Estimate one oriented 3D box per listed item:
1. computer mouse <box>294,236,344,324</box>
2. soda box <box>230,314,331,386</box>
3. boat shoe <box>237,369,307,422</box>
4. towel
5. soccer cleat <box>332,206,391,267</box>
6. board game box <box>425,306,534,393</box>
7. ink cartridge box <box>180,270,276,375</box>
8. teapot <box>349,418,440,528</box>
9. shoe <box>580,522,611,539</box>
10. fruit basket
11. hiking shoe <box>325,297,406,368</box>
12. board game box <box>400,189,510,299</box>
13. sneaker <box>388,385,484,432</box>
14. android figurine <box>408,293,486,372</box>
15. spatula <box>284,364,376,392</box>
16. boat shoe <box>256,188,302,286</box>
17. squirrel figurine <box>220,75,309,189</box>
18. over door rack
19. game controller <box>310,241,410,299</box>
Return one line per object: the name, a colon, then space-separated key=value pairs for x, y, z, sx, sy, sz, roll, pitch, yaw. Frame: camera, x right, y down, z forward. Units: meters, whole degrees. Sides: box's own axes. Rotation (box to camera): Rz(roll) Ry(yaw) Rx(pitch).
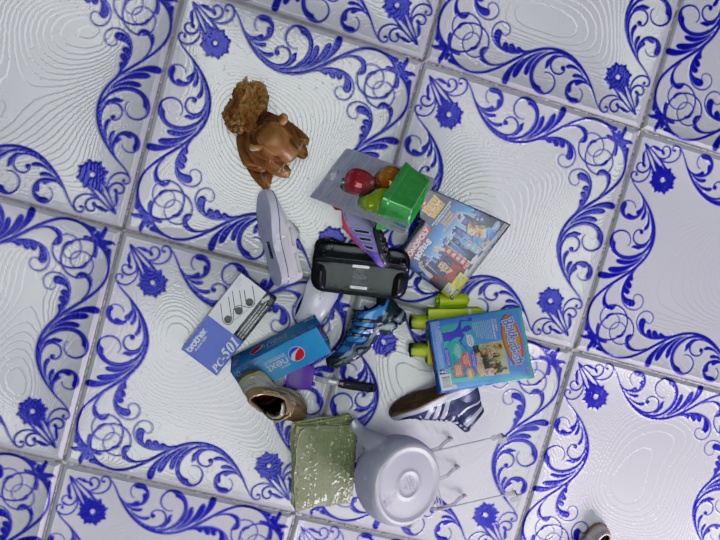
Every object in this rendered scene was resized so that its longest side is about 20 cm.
computer mouse: x=-0.073 y=0.033 z=1.686 sx=0.110 sy=0.044 sz=0.200 roll=23 pitch=93 yaw=-10
soda box: x=-0.164 y=0.173 z=1.662 sx=0.200 sy=0.064 sz=0.068 roll=-27 pitch=112 yaw=5
boat shoe: x=-0.174 y=0.272 z=1.646 sx=0.074 sy=0.066 sz=0.200 roll=-36 pitch=136 yaw=15
towel: x=-0.080 y=0.406 z=1.721 sx=0.148 sy=0.036 sz=0.200 roll=-2 pitch=97 yaw=-21
soccer cleat: x=0.004 y=-0.078 z=1.632 sx=0.073 sy=0.068 sz=0.200 roll=-27 pitch=58 yaw=7
board game box: x=0.246 y=0.165 z=1.681 sx=0.200 sy=0.045 sz=0.152 roll=-8 pitch=80 yaw=-4
ink cartridge box: x=-0.269 y=0.108 z=1.669 sx=0.094 sy=0.044 sz=0.200 roll=39 pitch=91 yaw=-8
teapot: x=0.061 y=0.433 z=1.700 sx=0.197 sy=0.146 sz=0.200 roll=19 pitch=81 yaw=-32
shoe: x=0.499 y=0.660 z=1.826 sx=0.070 sy=0.053 sz=0.200 roll=33 pitch=91 yaw=-10
fruit basket: x=0.026 y=-0.157 z=1.605 sx=0.200 sy=0.185 sz=0.094 roll=17 pitch=135 yaw=14
hiking shoe: x=-0.002 y=0.125 z=1.699 sx=0.200 sy=0.074 sz=0.087 roll=-38 pitch=92 yaw=-12
board game box: x=0.171 y=-0.078 z=1.694 sx=0.200 sy=0.062 sz=0.200 roll=37 pitch=95 yaw=-6
sneaker: x=0.168 y=0.304 z=1.736 sx=0.200 sy=0.070 sz=0.109 roll=-22 pitch=112 yaw=6
android figurine: x=0.202 y=0.139 z=1.735 sx=0.200 sy=0.041 sz=0.182 roll=-2 pitch=96 yaw=-7
spatula: x=-0.062 y=0.236 z=1.722 sx=0.200 sy=0.021 sz=0.057 roll=11 pitch=93 yaw=-9
boat shoe: x=-0.159 y=-0.071 z=1.659 sx=0.070 sy=0.071 sz=0.200 roll=-15 pitch=95 yaw=-33
squirrel figurine: x=-0.192 y=-0.267 z=1.563 sx=0.141 sy=0.187 sz=0.200 roll=-40 pitch=100 yaw=-1
over door rack: x=0.233 y=0.433 z=1.751 sx=0.200 sy=0.067 sz=0.148 roll=-12 pitch=98 yaw=15
game controller: x=0.000 y=0.000 z=1.654 sx=0.200 sy=0.042 sz=0.105 roll=7 pitch=104 yaw=-1
